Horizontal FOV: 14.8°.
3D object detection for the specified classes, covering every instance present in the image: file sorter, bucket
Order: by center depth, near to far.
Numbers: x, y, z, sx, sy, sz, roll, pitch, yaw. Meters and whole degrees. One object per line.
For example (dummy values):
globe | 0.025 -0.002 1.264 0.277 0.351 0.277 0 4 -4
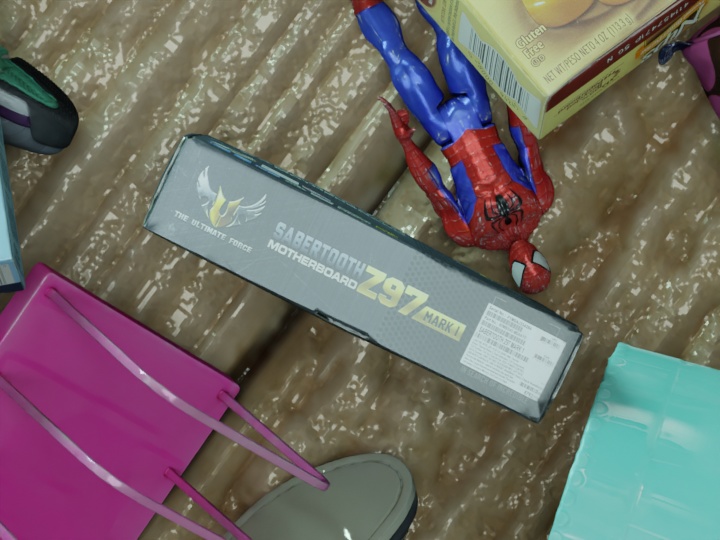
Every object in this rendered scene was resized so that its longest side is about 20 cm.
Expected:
file sorter | -0.130 0.131 1.271 0.139 0.125 0.201 34 92 -43
bucket | 0.153 0.138 1.274 0.134 0.207 0.209 18 92 7

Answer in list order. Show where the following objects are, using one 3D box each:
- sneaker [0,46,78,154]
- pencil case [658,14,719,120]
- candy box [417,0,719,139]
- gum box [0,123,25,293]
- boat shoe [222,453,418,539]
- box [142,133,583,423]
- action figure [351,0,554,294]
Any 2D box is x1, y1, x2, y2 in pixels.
sneaker | -0.232 -0.083 1.322 0.199 0.074 0.088 26 102 8
pencil case | 0.223 -0.038 1.317 0.090 0.094 0.201 -27 94 1
candy box | 0.065 -0.174 1.287 0.115 0.055 0.200 -36 76 -14
gum box | -0.249 -0.076 1.243 0.169 0.045 0.201 -10 71 -3
boat shoe | -0.044 0.171 1.348 0.200 0.073 0.063 -44 136 -4
box | 0.000 0.000 1.281 0.199 0.158 0.051 27 91 -2
action figure | 0.043 -0.080 1.335 0.065 0.052 0.201 -26 95 -5
